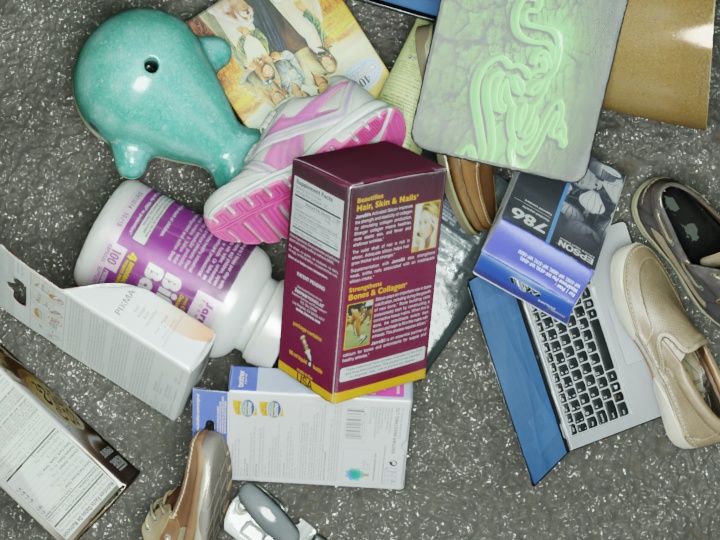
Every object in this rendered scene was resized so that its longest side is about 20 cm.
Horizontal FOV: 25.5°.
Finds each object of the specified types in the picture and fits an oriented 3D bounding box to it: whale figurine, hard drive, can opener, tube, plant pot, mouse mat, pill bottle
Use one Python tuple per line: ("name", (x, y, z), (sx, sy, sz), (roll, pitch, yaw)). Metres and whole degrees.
("whale figurine", (-0.165, -0.150, 1.436), (0.200, 0.104, 0.160), (40, 76, -6))
("hard drive", (0.057, -0.018, 1.500), (0.139, 0.033, 0.201), (36, 87, -1))
("can opener", (-0.043, 0.273, 1.476), (0.199, 0.066, 0.053), (39, 86, -5))
("tube", (0.038, -0.144, 1.468), (0.052, 0.058, 0.202), (28, 83, -34))
("plant pot", (0.223, -0.225, 1.454), (0.198, 0.186, 0.189), (3, 88, 12))
("mouse mat", (0.139, -0.187, 1.375), (0.159, 0.008, 0.202), (12, 101, 0))
("pill bottle", (-0.151, 0.010, 1.453), (0.199, 0.112, 0.113), (28, 88, 0))

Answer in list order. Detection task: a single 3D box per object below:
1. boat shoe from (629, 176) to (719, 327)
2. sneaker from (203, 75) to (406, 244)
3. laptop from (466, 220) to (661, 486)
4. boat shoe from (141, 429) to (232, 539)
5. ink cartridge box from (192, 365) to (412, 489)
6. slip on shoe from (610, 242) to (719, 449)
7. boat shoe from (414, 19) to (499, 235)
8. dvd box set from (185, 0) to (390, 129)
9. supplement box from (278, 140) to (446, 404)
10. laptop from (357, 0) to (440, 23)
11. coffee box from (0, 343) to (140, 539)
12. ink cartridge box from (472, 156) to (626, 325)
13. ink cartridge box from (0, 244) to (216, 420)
("boat shoe", (0.332, -0.006, 1.489), (0.200, 0.073, 0.075), (43, 88, 0))
("sneaker", (-0.060, -0.101, 1.430), (0.199, 0.082, 0.088), (-33, 55, -8))
("laptop", (0.199, 0.070, 1.445), (0.198, 0.116, 0.189), (-18, 91, -12))
("boat shoe", (-0.165, 0.237, 1.447), (0.071, 0.076, 0.202), (14, 107, 9))
("ink cartridge box", (-0.054, 0.144, 1.457), (0.198, 0.042, 0.120), (2, 131, -3))
("slip on shoe", (0.293, 0.067, 1.477), (0.076, 0.060, 0.202), (-18, 91, -40))
("boat shoe", (0.103, -0.127, 1.423), (0.067, 0.072, 0.202), (-9, 114, 16))
("dvd box set", (-0.056, -0.183, 1.502), (0.146, 0.029, 0.201), (-32, 89, -3))
("supplement box", (0.000, 0.000, 1.385), (0.110, 0.085, 0.202), (-13, 118, -38))
("laptop", (0.050, -0.328, 1.474), (0.175, 0.103, 0.202), (16, 88, -2))
("coffee box", (-0.302, 0.150, 1.444), (0.200, 0.113, 0.080), (43, 88, -1))
("ink cartridge box", (0.174, -0.044, 1.438), (0.099, 0.201, 0.039), (29, 132, -2))
("ink cartridge box", (-0.229, 0.045, 1.425), (0.199, 0.162, 0.050), (35, 66, 2))
